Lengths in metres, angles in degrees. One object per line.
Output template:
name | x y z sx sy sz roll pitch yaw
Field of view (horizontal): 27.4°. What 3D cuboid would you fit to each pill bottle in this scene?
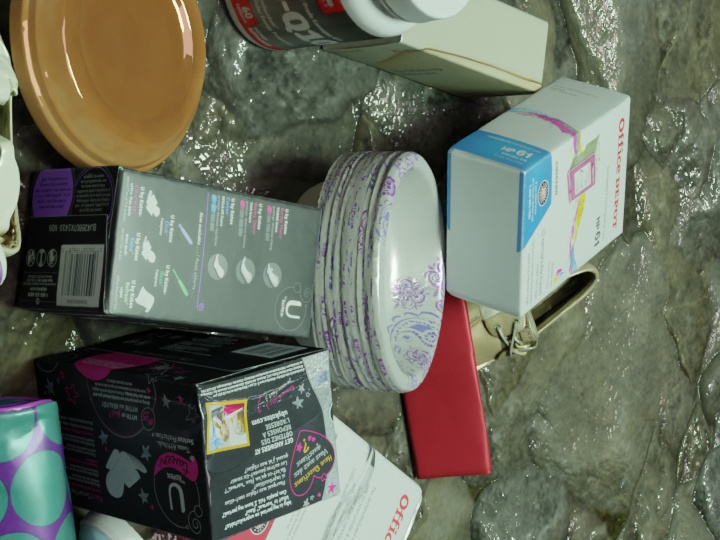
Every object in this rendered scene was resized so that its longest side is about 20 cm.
pill bottle | -0.010 -0.243 1.195 0.113 0.198 0.116 -2 92 -45

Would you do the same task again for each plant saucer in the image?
plant saucer | -0.180 -0.172 1.117 0.199 0.037 0.204 1 89 -56

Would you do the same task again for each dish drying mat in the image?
dish drying mat | 0.074 0.097 1.387 0.018 0.076 0.203 -44 126 -70

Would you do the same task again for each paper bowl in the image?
paper bowl | 0.000 0.000 1.254 0.200 0.103 0.204 3 90 -72

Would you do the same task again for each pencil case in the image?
pencil case | -0.249 0.188 1.050 0.091 0.085 0.203 -7 99 -6

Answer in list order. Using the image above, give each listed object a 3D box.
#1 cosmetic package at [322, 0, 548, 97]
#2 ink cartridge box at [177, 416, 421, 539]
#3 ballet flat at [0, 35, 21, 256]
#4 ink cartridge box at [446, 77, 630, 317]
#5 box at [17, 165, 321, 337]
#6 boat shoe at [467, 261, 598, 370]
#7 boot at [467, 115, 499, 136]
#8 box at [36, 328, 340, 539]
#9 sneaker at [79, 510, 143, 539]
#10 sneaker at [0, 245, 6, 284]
cosmetic package | 0.072 -0.215 1.350 0.198 0.103 0.074 10 85 -44
ink cartridge box | -0.053 0.200 1.250 0.200 0.083 0.147 43 62 -38
ballet flat | -0.265 -0.103 1.036 0.069 0.069 0.203 -6 95 -45
ink cartridge box | 0.165 -0.071 1.347 0.199 0.084 0.146 -36 133 -45
box | -0.142 -0.010 1.124 0.198 0.121 0.108 9 85 -44
boat shoe | 0.144 0.047 1.425 0.199 0.065 0.073 -36 131 -17
boot | 0.188 -0.101 1.494 0.199 0.069 0.134 -25 110 -43
box | -0.127 0.117 1.089 0.131 0.198 0.117 -13 102 -44
sneaker | -0.183 0.282 1.129 0.082 0.073 0.202 -34 114 -42
sneaker | -0.321 -0.021 0.957 0.199 0.084 0.081 31 111 -35
